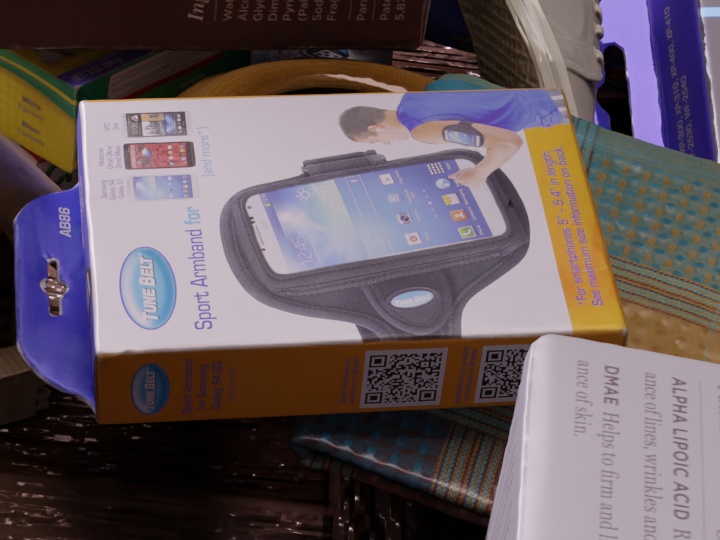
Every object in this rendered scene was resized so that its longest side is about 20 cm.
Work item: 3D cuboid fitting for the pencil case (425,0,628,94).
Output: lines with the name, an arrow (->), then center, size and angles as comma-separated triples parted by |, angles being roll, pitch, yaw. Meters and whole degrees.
pencil case -> 0.090, -0.131, 1.103 | 0.199, 0.078, 0.087 | 12, -1, -16

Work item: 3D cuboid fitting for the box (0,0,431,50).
box -> -0.077, -0.197, 0.966 | 0.199, 0.165, 0.166 | -2, 31, -17

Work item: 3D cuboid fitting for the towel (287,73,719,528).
towel -> 0.067, 0.016, 0.856 | 0.146, 0.022, 0.200 | 20, 48, 2

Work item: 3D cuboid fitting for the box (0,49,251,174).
box -> -0.157, -0.121, 1.031 | 0.200, 0.048, 0.117 | 27, 39, 28

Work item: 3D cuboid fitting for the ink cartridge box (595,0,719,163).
ink cartridge box -> 0.187, -0.081, 1.039 | 0.199, 0.043, 0.199 | 0, 69, -12

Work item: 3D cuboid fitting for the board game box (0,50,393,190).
board game box -> -0.101, -0.093, 1.074 | 0.200, 0.035, 0.126 | -21, 45, -36

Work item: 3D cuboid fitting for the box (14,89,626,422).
box -> -0.018, -0.008, 0.806 | 0.199, 0.042, 0.119 | -1, 47, -10

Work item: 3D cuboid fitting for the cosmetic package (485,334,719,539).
cosmetic package -> 0.129, 0.144, 0.687 | 0.199, 0.165, 0.165 | 10, 35, 0

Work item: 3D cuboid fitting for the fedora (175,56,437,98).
fedora -> 0.000, 0.000, 0.928 | 0.200, 0.082, 0.201 | 9, 42, -8

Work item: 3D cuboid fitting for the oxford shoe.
oxford shoe -> 0.081, -0.099, 1.008 | 0.058, 0.075, 0.201 | -8, 72, -19

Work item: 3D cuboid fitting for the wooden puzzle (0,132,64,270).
wooden puzzle -> -0.200, -0.065, 0.880 | 0.200, 0.185, 0.046 | 32, 80, 33

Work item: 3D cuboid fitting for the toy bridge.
toy bridge -> -0.175, -0.009, 0.947 | 0.067, 0.027, 0.200 | -14, 41, -33
